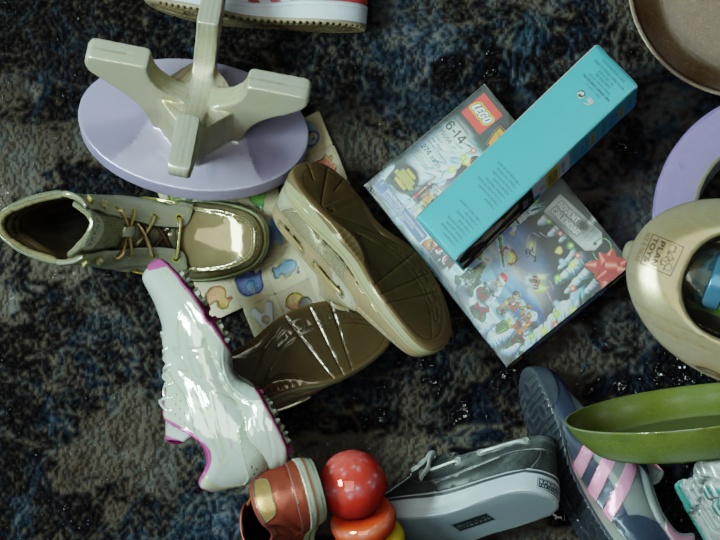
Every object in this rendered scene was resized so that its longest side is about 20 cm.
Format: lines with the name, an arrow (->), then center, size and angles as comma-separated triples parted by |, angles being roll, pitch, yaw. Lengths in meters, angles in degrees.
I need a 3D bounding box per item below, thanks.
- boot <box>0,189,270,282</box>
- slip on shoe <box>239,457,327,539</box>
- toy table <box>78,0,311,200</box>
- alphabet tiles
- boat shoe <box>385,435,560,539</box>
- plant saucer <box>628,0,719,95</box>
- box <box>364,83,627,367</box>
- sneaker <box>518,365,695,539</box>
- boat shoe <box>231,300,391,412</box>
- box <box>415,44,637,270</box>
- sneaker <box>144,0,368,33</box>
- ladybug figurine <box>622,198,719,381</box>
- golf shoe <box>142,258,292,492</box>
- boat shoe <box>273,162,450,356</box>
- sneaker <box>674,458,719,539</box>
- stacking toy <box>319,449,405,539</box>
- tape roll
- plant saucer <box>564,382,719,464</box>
boot -> -0.190, -0.031, 1.307 | 0.198, 0.155, 0.073 | 4, 89, 16
slip on shoe -> -0.071, 0.205, 1.258 | 0.061, 0.200, 0.075 | -13, 69, -14
toy table -> -0.140, -0.141, 1.297 | 0.198, 0.117, 0.185 | -1, 67, -7
alphabet tiles -> -0.085, -0.047, 1.369 | 0.165, 0.006, 0.201 | -24, 82, 9
boat shoe -> 0.075, 0.182, 1.283 | 0.198, 0.073, 0.068 | -24, 45, 34
plant saucer -> 0.323, -0.240, 1.285 | 0.199, 0.037, 0.202 | -1, 87, 11
box -> 0.117, -0.038, 1.310 | 0.137, 0.040, 0.200 | -40, 80, 5
sneaker -> 0.202, 0.162, 1.277 | 0.082, 0.070, 0.201 | -21, 76, -19
boat shoe -> -0.068, 0.083, 1.329 | 0.199, 0.065, 0.072 | -21, 76, -7
box -> 0.136, -0.089, 1.249 | 0.200, 0.082, 0.049 | -44, 80, 2
sneaker -> -0.088, -0.272, 1.352 | 0.198, 0.071, 0.114 | 5, 91, 4
ladybug figurine -> 0.294, 0.019, 1.169 | 0.199, 0.072, 0.137 | 25, 91, 12
golf shoe -> -0.135, 0.087, 1.253 | 0.091, 0.075, 0.201 | -31, 82, -4
boat shoe -> 0.000, 0.000, 1.294 | 0.200, 0.071, 0.065 | 53, 132, 21
sneaker -> 0.305, 0.162, 1.186 | 0.091, 0.200, 0.078 | -29, 83, -5
stacking toy -> 0.014, 0.232, 1.244 | 0.085, 0.086, 0.201 | -8, 118, 11
tape roll -> 0.335, -0.039, 1.244 | 0.198, 0.085, 0.202 | -1, 85, 11
plant saucer -> 0.258, 0.119, 1.192 | 0.198, 0.200, 0.031 | -7, 94, 11
